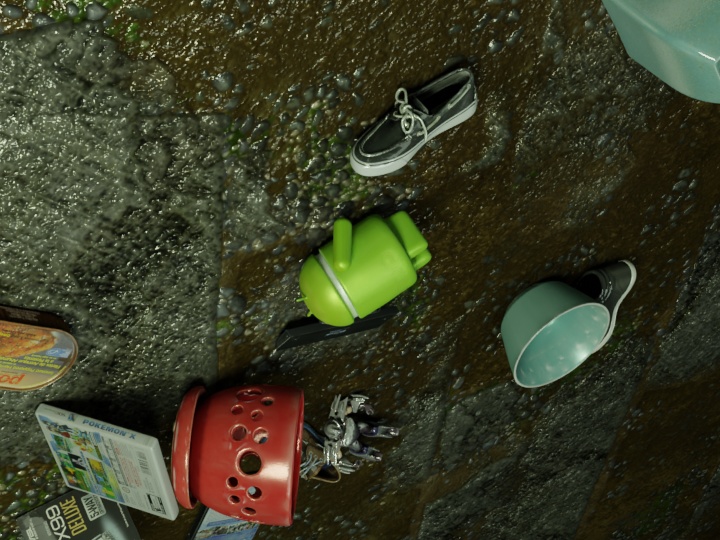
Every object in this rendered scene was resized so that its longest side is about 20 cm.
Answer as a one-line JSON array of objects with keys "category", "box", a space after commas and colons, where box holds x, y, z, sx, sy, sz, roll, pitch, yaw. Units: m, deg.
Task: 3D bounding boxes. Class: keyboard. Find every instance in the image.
[{"category": "keyboard", "box": [-0.029, 0.078, 1.825, 0.198, 0.021, 0.127, -12, 165, -32]}]

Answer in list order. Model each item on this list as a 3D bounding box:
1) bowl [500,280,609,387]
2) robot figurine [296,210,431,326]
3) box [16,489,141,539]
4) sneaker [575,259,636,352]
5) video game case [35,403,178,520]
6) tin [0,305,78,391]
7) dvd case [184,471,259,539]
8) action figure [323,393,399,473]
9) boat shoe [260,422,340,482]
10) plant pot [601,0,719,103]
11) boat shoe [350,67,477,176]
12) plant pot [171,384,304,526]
[{"category": "bowl", "box": [0.323, 0.096, 2.092, 0.199, 0.105, 0.202, -22, 143, -17]}, {"category": "robot figurine", "box": [0.000, 0.000, 1.701, 0.199, 0.116, 0.176, -33, 157, -3]}, {"category": "box", "box": [-0.401, 0.421, 1.781, 0.156, 0.201, 0.050, -24, 148, -14]}, {"category": "sneaker", "box": [0.416, 0.069, 2.174, 0.098, 0.071, 0.202, -4, 128, -34]}, {"category": "video game case", "box": [-0.353, 0.271, 1.695, 0.201, 0.180, 0.022, 87, 22, -51]}, {"category": "tin", "box": [-0.449, 0.097, 1.507, 0.199, 0.042, 0.112, 15, 117, -48]}, {"category": "dvd case", "box": [-0.222, 0.421, 2.087, 0.141, 0.018, 0.201, -3, 134, -37]}, {"category": "action figure", "box": [-0.008, 0.277, 2.040, 0.200, 0.069, 0.132, 30, 80, -63]}, {"category": "boat shoe", "box": [-0.089, 0.308, 2.020, 0.072, 0.073, 0.199, -44, 144, 13]}, {"category": "plant pot", "box": [0.473, -0.346, 1.625, 0.196, 0.201, 0.196, -40, 144, 7]}, {"category": "boat shoe", "box": [0.069, -0.197, 1.566, 0.198, 0.074, 0.068, -29, 149, -10]}, {"category": "plant pot", "box": [-0.177, 0.267, 1.765, 0.180, 0.202, 0.202, 3, 140, 2]}]
